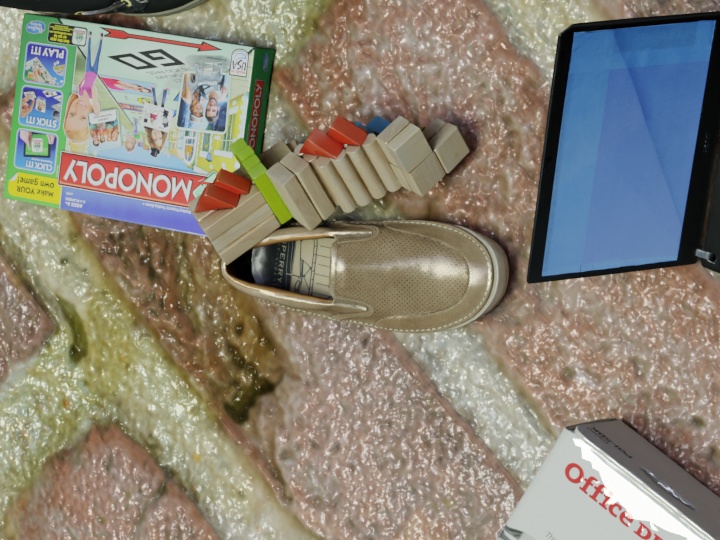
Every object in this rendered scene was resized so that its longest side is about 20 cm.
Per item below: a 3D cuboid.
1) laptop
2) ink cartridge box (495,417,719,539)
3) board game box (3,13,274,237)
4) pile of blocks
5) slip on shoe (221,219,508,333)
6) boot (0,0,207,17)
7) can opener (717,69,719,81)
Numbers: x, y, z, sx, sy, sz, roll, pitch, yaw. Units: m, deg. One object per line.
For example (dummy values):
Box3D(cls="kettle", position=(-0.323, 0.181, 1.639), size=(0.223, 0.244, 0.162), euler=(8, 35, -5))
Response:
Box3D(cls="laptop", position=(0.217, -0.052, 1.560), size=(0.199, 0.103, 0.178), euler=(23, 126, 27))
Box3D(cls="ink cartridge box", position=(0.150, 0.215, 1.648), size=(0.147, 0.083, 0.201), euler=(38, 110, 23))
Box3D(cls="board game box", position=(-0.158, -0.102, 1.847), size=(0.199, 0.029, 0.136), euler=(10, 96, 29))
Box3D(cls="pile of blocks", position=(-0.031, -0.076, 1.734), size=(0.199, 0.062, 0.082), euler=(-18, 43, 14))
Box3D(cls="slip on shoe", position=(0.000, 0.000, 1.741), size=(0.199, 0.060, 0.077), euler=(9, 96, 29))
Box3D(cls="boot", position=(-0.200, -0.212, 1.795), size=(0.202, 0.153, 0.074), euler=(-2, 90, 30))
Box3D(cls="can opener", position=(0.312, -0.135, 1.575), size=(0.199, 0.053, 0.067), euler=(0, 59, 30))
